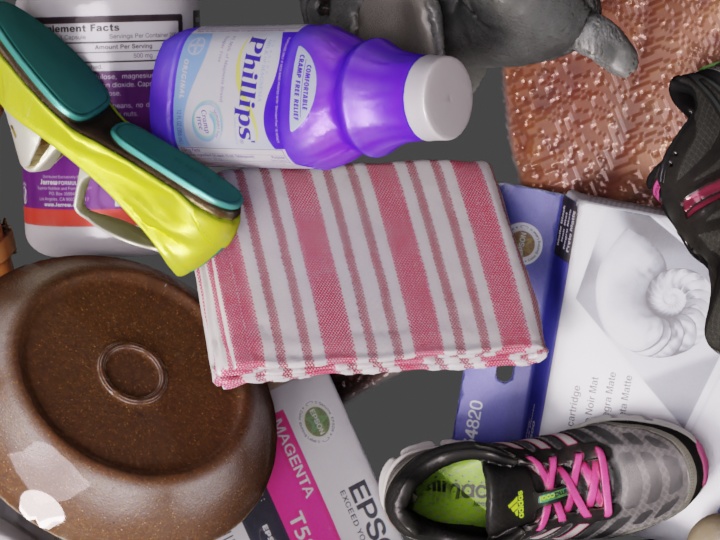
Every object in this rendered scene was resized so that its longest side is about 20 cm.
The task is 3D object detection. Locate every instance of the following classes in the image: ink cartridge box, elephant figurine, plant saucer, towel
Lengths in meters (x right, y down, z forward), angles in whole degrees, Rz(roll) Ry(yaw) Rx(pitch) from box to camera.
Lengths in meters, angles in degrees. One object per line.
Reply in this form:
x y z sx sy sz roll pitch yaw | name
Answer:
0.159 0.059 1.568 0.200 0.041 0.200 10 98 11 | ink cartridge box
0.033 -0.154 1.542 0.200 0.141 0.155 -33 45 22 | elephant figurine
-0.134 0.066 1.477 0.200 0.200 0.037 40 138 5 | plant saucer
0.000 0.000 1.530 0.200 0.030 0.146 -3 55 -15 | towel
-0.067 0.156 1.559 0.075 0.165 0.200 -24 91 52 | ink cartridge box

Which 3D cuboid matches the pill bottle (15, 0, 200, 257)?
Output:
-0.152 -0.110 1.580 0.112 0.112 0.200 -1 95 12 | pill bottle

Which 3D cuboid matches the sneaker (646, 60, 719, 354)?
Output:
0.208 -0.033 1.501 0.084 0.077 0.200 -3 56 11 | sneaker

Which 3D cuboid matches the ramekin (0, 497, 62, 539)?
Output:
-0.250 0.175 1.503 0.200 0.098 0.201 2 131 2 | ramekin

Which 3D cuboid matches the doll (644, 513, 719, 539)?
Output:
0.148 0.206 1.553 0.200 0.048 0.136 -34 123 22 | doll

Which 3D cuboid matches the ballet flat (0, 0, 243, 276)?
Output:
-0.157 -0.070 1.496 0.200 0.067 0.067 39 114 8 | ballet flat

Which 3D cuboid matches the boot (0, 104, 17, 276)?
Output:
-0.235 -0.031 1.582 0.074 0.200 0.155 -20 85 -23 | boot

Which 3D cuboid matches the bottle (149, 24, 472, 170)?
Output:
-0.030 -0.098 1.483 0.200 0.065 0.084 4 87 38 | bottle

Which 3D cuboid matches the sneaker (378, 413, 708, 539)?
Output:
0.103 0.130 1.522 0.200 0.087 0.074 -4 97 12 | sneaker
